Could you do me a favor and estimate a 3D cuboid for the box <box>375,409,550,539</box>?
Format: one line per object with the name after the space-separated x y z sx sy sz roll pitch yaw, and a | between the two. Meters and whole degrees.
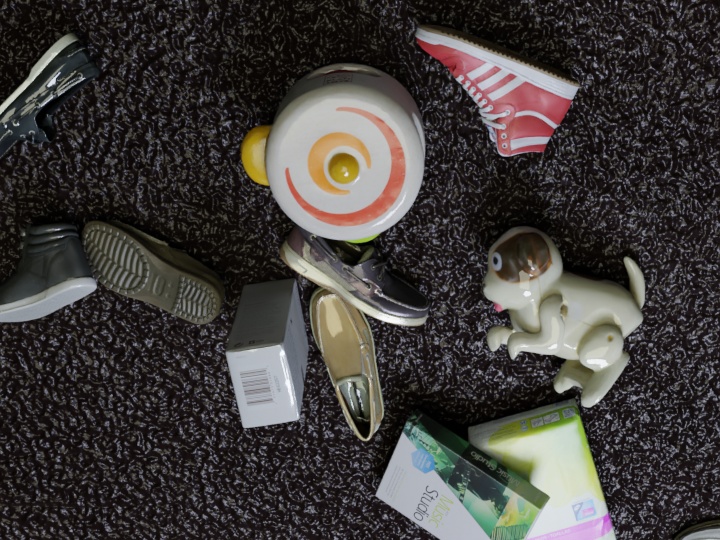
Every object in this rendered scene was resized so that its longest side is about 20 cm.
0.125 0.283 1.728 0.198 0.036 0.146 31 130 13 | box

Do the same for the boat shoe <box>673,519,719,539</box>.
0.506 0.375 1.785 0.196 0.069 0.076 3 112 2 | boat shoe

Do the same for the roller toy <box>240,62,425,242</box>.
-0.018 -0.136 1.568 0.199 0.140 0.183 39 108 -12 | roller toy

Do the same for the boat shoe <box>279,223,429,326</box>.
0.000 0.000 1.659 0.198 0.072 0.065 28 117 -2 | boat shoe

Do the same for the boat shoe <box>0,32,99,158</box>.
-0.376 -0.181 1.603 0.066 0.075 0.200 43 99 -2 | boat shoe

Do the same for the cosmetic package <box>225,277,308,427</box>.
-0.107 0.094 1.631 0.073 0.201 0.103 -8 112 6 | cosmetic package

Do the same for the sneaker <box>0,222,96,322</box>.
-0.404 0.000 1.688 0.198 0.070 0.101 -20 76 33 | sneaker

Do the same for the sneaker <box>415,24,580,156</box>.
0.140 -0.201 1.572 0.197 0.071 0.114 21 108 -8 | sneaker

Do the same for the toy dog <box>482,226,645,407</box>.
0.231 0.035 1.629 0.199 0.140 0.194 40 96 -13 | toy dog

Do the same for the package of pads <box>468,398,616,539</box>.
0.228 0.276 1.760 0.152 0.068 0.203 -16 109 8 | package of pads

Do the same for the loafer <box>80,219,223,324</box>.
-0.251 0.001 1.677 0.198 0.067 0.077 31 108 7 | loafer

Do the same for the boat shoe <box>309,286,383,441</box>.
-0.013 0.116 1.703 0.071 0.076 0.202 -17 110 10 | boat shoe
